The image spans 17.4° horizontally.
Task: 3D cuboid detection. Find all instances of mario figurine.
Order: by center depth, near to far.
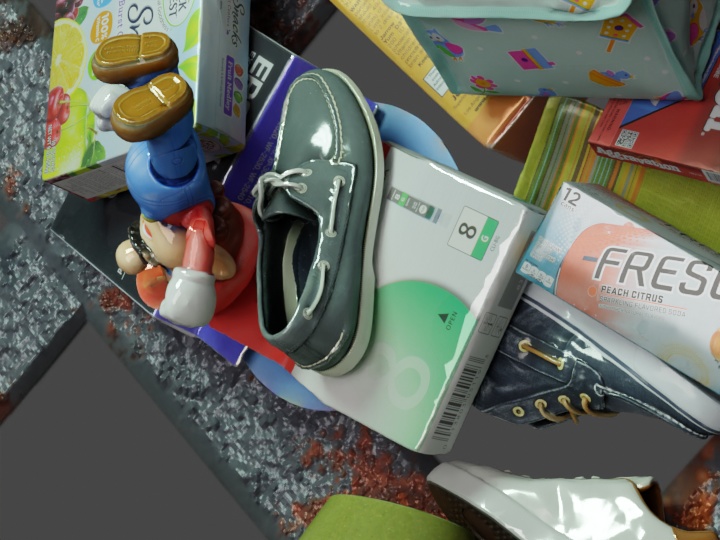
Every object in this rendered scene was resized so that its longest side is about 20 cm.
[{"bbox_3d":[-0.128,-0.042,1.438,0.106,0.200,0.123,8,49,20],"label":"mario figurine"}]

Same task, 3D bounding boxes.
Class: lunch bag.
[{"bbox_3d":[0.101,-0.185,1.329,0.170,0.200,0.122,4,65,27],"label":"lunch bag"}]

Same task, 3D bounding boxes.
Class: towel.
[{"bbox_3d":[0.186,-0.032,1.400,0.200,0.018,0.086,26,117,23],"label":"towel"}]

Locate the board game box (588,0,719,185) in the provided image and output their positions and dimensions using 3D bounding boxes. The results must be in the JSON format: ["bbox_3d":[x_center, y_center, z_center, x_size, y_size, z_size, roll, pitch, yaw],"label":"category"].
[{"bbox_3d":[0.221,-0.145,1.383,0.103,0.019,0.200,17,71,35],"label":"board game box"}]

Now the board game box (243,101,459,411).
[{"bbox_3d":[0.001,-0.005,1.513,0.200,0.039,0.158,-51,54,19],"label":"board game box"}]

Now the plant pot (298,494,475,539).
[{"bbox_3d":[0.000,0.243,1.416,0.187,0.187,0.200,8,73,31],"label":"plant pot"}]

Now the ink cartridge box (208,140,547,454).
[{"bbox_3d":[0.000,0.000,1.444,0.200,0.050,0.161,26,95,28],"label":"ink cartridge box"}]

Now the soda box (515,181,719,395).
[{"bbox_3d":[0.193,0.022,1.356,0.200,0.068,0.064,31,103,19],"label":"soda box"}]

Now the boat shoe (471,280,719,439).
[{"bbox_3d":[0.134,0.068,1.418,0.200,0.071,0.091,35,102,36],"label":"boat shoe"}]

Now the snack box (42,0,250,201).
[{"bbox_3d":[-0.139,-0.159,1.563,0.142,0.053,0.200,-16,63,35],"label":"snack box"}]

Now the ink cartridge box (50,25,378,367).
[{"bbox_3d":[-0.103,-0.067,1.563,0.200,0.043,0.198,35,99,43],"label":"ink cartridge box"}]

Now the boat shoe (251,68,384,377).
[{"bbox_3d":[-0.031,-0.037,1.425,0.073,0.062,0.200,-20,62,41],"label":"boat shoe"}]

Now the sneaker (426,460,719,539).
[{"bbox_3d":[0.132,0.152,1.416,0.200,0.073,0.085,25,61,38],"label":"sneaker"}]

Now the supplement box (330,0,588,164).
[{"bbox_3d":[0.050,-0.155,1.499,0.200,0.067,0.069,44,104,27],"label":"supplement box"}]

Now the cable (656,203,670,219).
[{"bbox_3d":[0.218,-0.081,1.397,0.200,0.050,0.097,-18,81,26],"label":"cable"}]
